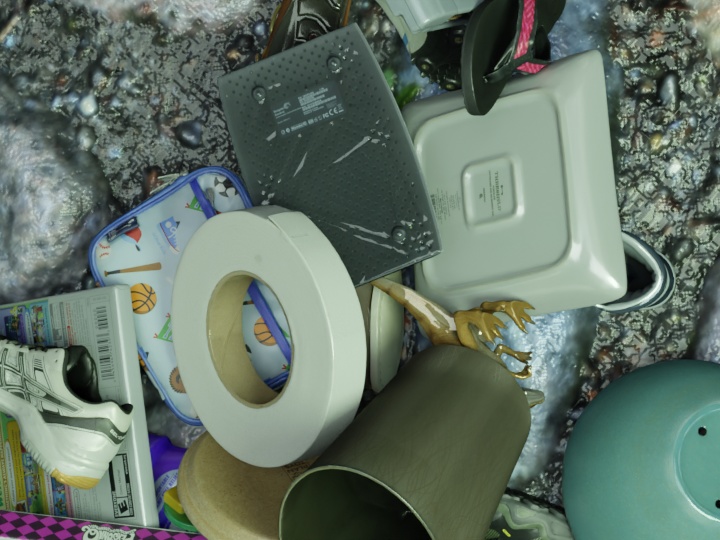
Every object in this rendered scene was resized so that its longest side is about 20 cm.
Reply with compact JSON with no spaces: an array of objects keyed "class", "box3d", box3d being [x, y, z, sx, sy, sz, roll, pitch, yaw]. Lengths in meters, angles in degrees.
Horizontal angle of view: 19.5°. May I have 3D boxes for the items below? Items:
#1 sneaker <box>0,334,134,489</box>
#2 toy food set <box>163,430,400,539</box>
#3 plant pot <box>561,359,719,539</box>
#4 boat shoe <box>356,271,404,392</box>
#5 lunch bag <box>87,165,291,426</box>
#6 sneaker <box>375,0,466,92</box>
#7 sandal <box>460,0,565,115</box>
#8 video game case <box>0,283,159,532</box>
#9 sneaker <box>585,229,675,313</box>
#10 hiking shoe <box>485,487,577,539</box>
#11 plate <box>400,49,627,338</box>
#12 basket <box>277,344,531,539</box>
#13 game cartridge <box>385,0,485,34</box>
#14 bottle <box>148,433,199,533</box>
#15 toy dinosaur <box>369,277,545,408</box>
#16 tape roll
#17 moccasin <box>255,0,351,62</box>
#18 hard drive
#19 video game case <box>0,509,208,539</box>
[{"class":"sneaker","box3d":[-0.257,0.086,1.697,0.200,0.076,0.088,41,99,25]},{"class":"toy food set","box3d":[-0.051,0.176,1.675,0.197,0.199,0.049,34,132,32]},{"class":"plant pot","box3d":[0.267,0.158,1.619,0.198,0.135,0.202,2,76,-8]},{"class":"boat shoe","box3d":[0.000,0.000,1.722,0.059,0.072,0.202,-1,88,16]},{"class":"lunch bag","box3d":[-0.124,0.015,1.738,0.160,0.076,0.201,-29,87,5]},{"class":"sneaker","box3d":[0.049,-0.224,1.697,0.072,0.073,0.200,-23,117,39]},{"class":"sandal","box3d":[0.131,-0.191,1.645,0.045,0.200,0.076,9,129,28]},{"class":"video game case","box3d":[-0.249,0.122,1.740,0.181,0.022,0.202,-10,87,36]},{"class":"sneaker","box3d":[0.154,-0.007,1.678,0.198,0.108,0.071,8,91,8]},{"class":"hiking shoe","box3d":[0.146,0.240,1.698,0.199,0.076,0.101,19,90,7]},{"class":"plate","box3d":[0.111,-0.060,1.665,0.199,0.032,0.201,-13,76,36]},{"class":"basket","box3d":[0.042,0.157,1.567,0.135,0.200,0.181,5,126,25]},{"class":"game cartridge","box3d":[0.061,-0.257,1.648,0.041,0.200,0.134,-25,89,31]},{"class":"bottle","box3d":[-0.140,0.193,1.742,0.199,0.065,0.084,35,90,10]},{"class":"toy dinosaur","box3d":[0.074,0.050,1.643,0.200,0.061,0.106,44,136,-13]},{"class":"tape roll","box3d":[-0.073,0.050,1.617,0.202,0.037,0.205,13,107,47]},{"class":"moccasin","box3d":[-0.055,-0.167,1.731,0.073,0.078,0.203,9,88,-7]},{"class":"hard drive","box3d":[-0.023,-0.081,1.650,0.134,0.042,0.201,-22,76,3]},{"class":"video game case","box3d":[-0.196,0.278,1.718,0.198,0.036,0.182,6,131,8]}]
